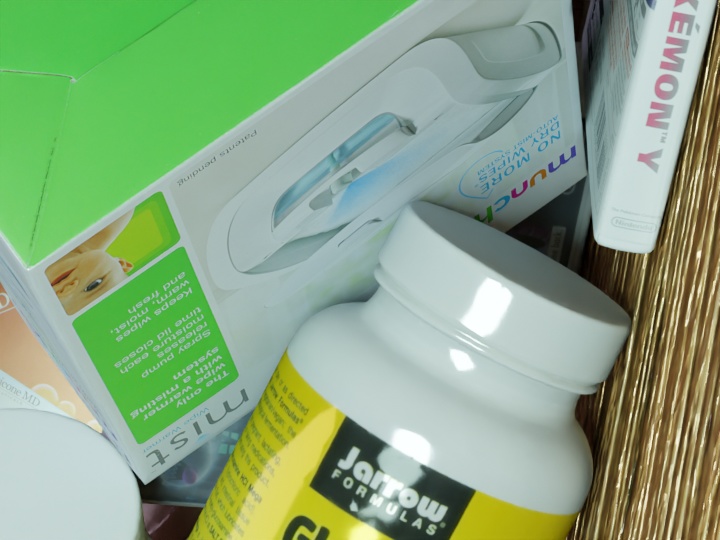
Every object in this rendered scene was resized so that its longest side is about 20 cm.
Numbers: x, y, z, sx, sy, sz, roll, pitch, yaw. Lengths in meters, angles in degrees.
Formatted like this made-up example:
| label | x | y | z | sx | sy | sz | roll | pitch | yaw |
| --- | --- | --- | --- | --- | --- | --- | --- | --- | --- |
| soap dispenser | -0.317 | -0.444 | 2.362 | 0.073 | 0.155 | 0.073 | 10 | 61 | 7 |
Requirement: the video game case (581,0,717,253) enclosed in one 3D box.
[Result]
| label | x | y | z | sx | sy | sz | roll | pitch | yaw |
| --- | --- | --- | --- | --- | --- | --- | --- | --- | --- |
| video game case | 0.105 | -0.127 | 0.805 | 0.200 | 0.023 | 0.183 | -80 | 1 | -66 |

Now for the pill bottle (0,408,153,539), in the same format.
| label | x | y | z | sx | sy | sz | roll | pitch | yaw |
| --- | --- | --- | --- | --- | --- | --- | --- | --- | --- |
| pill bottle | -0.124 | 0.153 | 0.899 | 0.201 | 0.113 | 0.115 | 91 | -174 | -45 |

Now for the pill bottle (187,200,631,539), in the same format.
| label | x | y | z | sx | sy | sz | roll | pitch | yaw |
| --- | --- | --- | --- | --- | --- | --- | --- | --- | --- |
| pill bottle | 0.007 | 0.084 | 0.801 | 0.201 | 0.112 | 0.112 | -63 | 5 | 11 |

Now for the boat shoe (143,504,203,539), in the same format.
| label | x | y | z | sx | sy | sz | roll | pitch | yaw |
| --- | --- | --- | --- | --- | --- | --- | --- | --- | --- |
| boat shoe | -0.058 | 0.070 | 1.022 | 0.200 | 0.068 | 0.072 | -49 | -11 | 19 |

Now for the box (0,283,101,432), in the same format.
| label | x | y | z | sx | sy | sz | roll | pitch | yaw |
| --- | --- | --- | --- | --- | --- | --- | --- | --- | --- |
| box | -0.126 | 0.095 | 1.157 | 0.097 | 0.124 | 0.201 | 12 | -124 | -84 |

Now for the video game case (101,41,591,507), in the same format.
| label | x | y | z | sx | sy | sz | roll | pitch | yaw |
| --- | --- | --- | --- | --- | --- | --- | --- | --- | --- |
| video game case | 0.000 | 0.000 | 0.938 | 0.023 | 0.181 | 0.201 | -138 | 56 | -65 |

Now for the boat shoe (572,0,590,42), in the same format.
| label | x | y | z | sx | sy | sz | roll | pitch | yaw |
| --- | --- | --- | --- | --- | --- | --- | --- | --- | --- |
| boat shoe | 0.074 | -0.136 | 1.045 | 0.076 | 0.073 | 0.201 | 106 | 175 | -78 |

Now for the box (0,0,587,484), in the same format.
| label | x | y | z | sx | sy | sz | roll | pitch | yaw |
| --- | --- | --- | --- | --- | --- | --- | --- | --- | --- |
| box | -0.033 | -0.049 | 0.799 | 0.097 | 0.199 | 0.177 | 50 | 168 | 26 |
